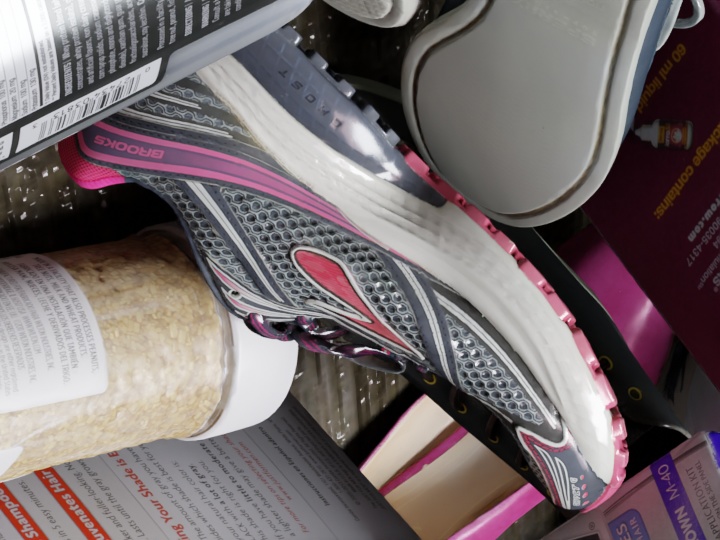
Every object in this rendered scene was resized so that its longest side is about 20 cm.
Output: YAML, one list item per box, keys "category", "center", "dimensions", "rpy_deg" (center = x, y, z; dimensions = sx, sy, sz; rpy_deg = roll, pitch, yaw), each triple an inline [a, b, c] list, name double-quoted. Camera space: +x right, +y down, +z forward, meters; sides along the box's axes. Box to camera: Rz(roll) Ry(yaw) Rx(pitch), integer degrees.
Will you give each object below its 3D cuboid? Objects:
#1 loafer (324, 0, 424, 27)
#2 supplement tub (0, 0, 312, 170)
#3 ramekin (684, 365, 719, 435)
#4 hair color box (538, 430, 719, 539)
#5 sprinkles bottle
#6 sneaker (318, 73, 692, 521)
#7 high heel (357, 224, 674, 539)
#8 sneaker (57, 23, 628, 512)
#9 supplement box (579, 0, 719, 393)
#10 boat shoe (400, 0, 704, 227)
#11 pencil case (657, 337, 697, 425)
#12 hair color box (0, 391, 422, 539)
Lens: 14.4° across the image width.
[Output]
- category: "loafer"
  center: [-0.003, -0.148, 0.779]
  dimensions: [0.063, 0.072, 0.200]
  rpy_deg: [-52, 156, -21]
- category: "supplement tub"
  center: [-0.116, -0.076, 0.671]
  dimensions: [0.199, 0.123, 0.123]
  rpy_deg: [-28, 143, -23]
- category: "ramekin"
  center: [0.216, 0.071, 1.057]
  dimensions: [0.199, 0.098, 0.202]
  rpy_deg: [-3, 121, -6]
- category: "hair color box"
  center: [0.073, 0.144, 0.884]
  dimensions: [0.065, 0.110, 0.200]
  rpy_deg: [4, 145, -46]
- category: "sprinkles bottle"
  center: [-0.113, 0.031, 0.836]
  dimensions: [0.199, 0.068, 0.069]
  rpy_deg: [-12, 134, -39]
- category: "sneaker"
  center: [0.039, 0.014, 0.914]
  dimensions: [0.200, 0.106, 0.075]
  rpy_deg: [35, 100, -36]
- category: "high heel"
  center: [0.039, 0.058, 1.032]
  dimensions: [0.096, 0.067, 0.200]
  rpy_deg: [-11, 148, -54]
- category: "sneaker"
  center: [0.000, 0.000, 0.841]
  dimensions: [0.075, 0.200, 0.081]
  rpy_deg: [-47, -176, 0]
- category: "supplement box"
  center: [0.160, 0.003, 0.860]
  dimensions: [0.110, 0.200, 0.086]
  rpy_deg: [1, 134, -43]
- category: "boat shoe"
  center: [0.059, -0.083, 0.818]
  dimensions: [0.062, 0.075, 0.200]
  rpy_deg: [-54, 166, -29]
- category: "pencil case"
  center: [0.164, 0.051, 1.141]
  dimensions: [0.089, 0.078, 0.201]
  rpy_deg: [17, 118, -17]
- category: "hair color box"
  center: [-0.087, 0.097, 0.904]
  dimensions: [0.199, 0.102, 0.061]
  rpy_deg: [-9, 133, -41]
